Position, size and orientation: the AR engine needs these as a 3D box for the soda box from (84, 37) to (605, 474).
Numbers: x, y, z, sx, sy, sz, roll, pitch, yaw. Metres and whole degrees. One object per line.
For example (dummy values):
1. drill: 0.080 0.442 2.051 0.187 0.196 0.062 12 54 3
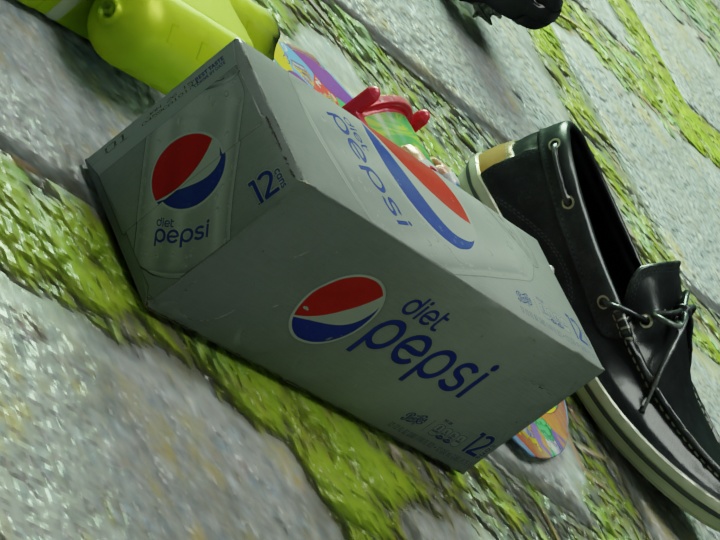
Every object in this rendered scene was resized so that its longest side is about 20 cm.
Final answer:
1. soda box: 0.000 0.000 0.925 0.200 0.068 0.064 30 28 -52

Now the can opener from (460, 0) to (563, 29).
1. can opener: 0.058 -0.197 1.493 0.063 0.079 0.200 28 20 -38

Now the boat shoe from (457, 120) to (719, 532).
1. boat shoe: 0.117 0.023 1.210 0.201 0.062 0.075 59 15 12

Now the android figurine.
1. android figurine: -0.101 -0.134 0.970 0.200 0.041 0.183 32 28 -56

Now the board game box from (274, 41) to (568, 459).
1. board game box: 0.035 -0.021 1.106 0.200 0.039 0.158 47 18 -22
